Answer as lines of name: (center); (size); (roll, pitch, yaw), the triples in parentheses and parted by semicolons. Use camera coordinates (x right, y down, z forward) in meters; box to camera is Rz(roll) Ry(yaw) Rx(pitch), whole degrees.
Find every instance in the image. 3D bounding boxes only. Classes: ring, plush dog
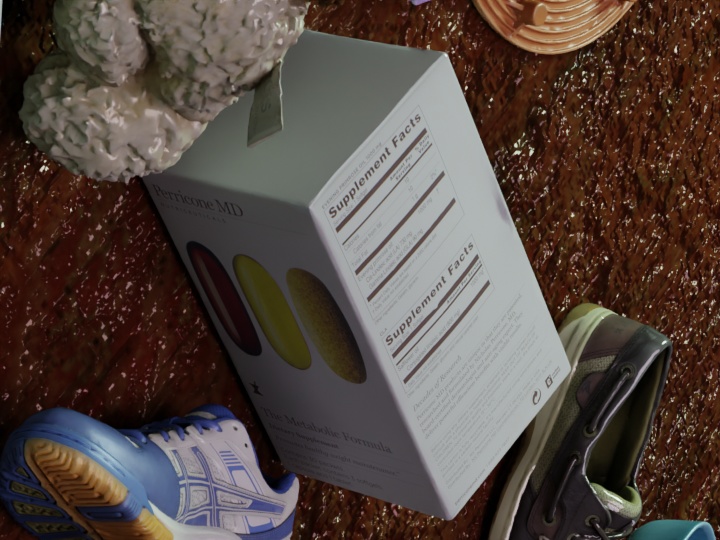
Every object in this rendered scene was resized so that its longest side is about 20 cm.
ring: (0.114, -0.211, 1.468); (0.200, 0.019, 0.201); (-20, 116, -46)
plush dog: (-0.101, -0.149, 1.154); (0.171, 0.160, 0.201); (25, 82, -27)

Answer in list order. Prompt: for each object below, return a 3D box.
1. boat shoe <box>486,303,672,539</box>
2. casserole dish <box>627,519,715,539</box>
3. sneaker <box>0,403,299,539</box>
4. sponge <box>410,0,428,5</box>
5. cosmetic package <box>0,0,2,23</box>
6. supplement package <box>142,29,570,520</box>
boat shoe: (0.121, 0.121, 1.541); (0.072, 0.066, 0.202); (11, 94, -53)
casserole dish: (0.164, 0.220, 1.620); (0.121, 0.039, 0.200); (-54, 150, -28)
sneaker: (-0.095, 0.094, 1.288); (0.200, 0.075, 0.089); (45, 55, -54)
sponge: (0.104, -0.210, 1.370); (0.199, 0.030, 0.112); (-23, 135, -18)
cosmetic package: (-0.228, -0.091, 0.959); (0.123, 0.199, 0.200); (-9, 108, -48)
supplement package: (0.000, 0.000, 1.325); (0.110, 0.113, 0.200); (-49, 133, -29)
